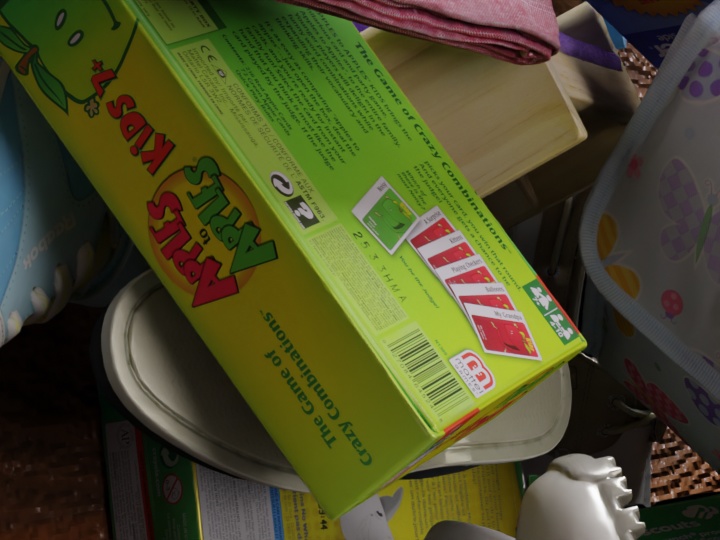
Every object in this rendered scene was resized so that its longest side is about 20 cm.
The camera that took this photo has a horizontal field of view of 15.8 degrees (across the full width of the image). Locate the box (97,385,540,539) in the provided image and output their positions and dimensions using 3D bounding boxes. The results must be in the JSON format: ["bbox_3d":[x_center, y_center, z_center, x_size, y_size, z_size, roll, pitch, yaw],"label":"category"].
[{"bbox_3d":[-0.003,0.082,0.920,0.199,0.048,0.118,0,82,-48],"label":"box"}]

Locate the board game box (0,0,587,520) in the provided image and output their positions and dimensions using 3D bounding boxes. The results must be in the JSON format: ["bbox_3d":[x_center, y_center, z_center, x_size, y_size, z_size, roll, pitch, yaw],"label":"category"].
[{"bbox_3d":[-0.028,-0.034,0.765,0.200,0.048,0.101,54,32,7],"label":"board game box"}]

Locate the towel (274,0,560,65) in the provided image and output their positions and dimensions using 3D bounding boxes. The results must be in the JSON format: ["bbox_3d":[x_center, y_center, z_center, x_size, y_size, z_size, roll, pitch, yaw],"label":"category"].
[{"bbox_3d":[0.007,-0.166,0.752,0.144,0.023,0.201,6,75,-55],"label":"towel"}]

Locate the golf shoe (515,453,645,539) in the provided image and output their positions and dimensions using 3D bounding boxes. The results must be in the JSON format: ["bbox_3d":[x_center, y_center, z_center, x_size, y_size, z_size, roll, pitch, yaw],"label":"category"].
[{"bbox_3d":[0.041,0.151,0.749,0.097,0.078,0.201,4,78,-9],"label":"golf shoe"}]

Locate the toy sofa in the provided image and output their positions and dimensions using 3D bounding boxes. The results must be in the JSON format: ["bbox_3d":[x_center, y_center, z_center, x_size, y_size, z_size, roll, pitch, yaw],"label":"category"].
[{"bbox_3d":[0.038,-0.068,0.904,0.098,0.082,0.200,64,14,5],"label":"toy sofa"}]

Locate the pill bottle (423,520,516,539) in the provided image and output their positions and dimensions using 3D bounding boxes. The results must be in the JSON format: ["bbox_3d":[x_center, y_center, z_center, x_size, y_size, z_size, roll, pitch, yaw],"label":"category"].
[{"bbox_3d":[0.017,0.189,0.831,0.113,0.113,0.201,43,70,-36],"label":"pill bottle"}]

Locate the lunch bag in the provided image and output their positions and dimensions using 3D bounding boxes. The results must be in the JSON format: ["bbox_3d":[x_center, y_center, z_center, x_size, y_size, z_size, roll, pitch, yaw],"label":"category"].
[{"bbox_3d":[0.164,0.011,0.879,0.127,0.170,0.200,-39,159,-18],"label":"lunch bag"}]

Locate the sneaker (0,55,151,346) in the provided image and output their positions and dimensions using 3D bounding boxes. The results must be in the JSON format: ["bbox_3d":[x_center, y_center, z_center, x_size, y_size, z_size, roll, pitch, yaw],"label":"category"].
[{"bbox_3d":[-0.103,0.004,0.792,0.130,0.079,0.201,32,60,-41],"label":"sneaker"}]

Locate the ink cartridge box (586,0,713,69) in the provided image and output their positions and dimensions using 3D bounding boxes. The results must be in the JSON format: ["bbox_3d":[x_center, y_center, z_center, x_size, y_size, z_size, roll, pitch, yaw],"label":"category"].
[{"bbox_3d":[0.124,-0.145,0.902,0.200,0.136,0.077,37,61,-34],"label":"ink cartridge box"}]

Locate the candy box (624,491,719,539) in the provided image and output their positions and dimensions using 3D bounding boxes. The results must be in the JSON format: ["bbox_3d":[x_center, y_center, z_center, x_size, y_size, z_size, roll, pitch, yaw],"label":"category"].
[{"bbox_3d":[0.134,0.196,0.903,0.077,0.200,0.170,-6,111,-20],"label":"candy box"}]

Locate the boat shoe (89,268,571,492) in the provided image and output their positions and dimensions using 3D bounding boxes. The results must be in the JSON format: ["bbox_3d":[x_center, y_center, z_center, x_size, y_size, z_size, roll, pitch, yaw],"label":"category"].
[{"bbox_3d":[-0.019,0.035,0.826,0.199,0.066,0.075,-1,82,-47],"label":"boat shoe"}]

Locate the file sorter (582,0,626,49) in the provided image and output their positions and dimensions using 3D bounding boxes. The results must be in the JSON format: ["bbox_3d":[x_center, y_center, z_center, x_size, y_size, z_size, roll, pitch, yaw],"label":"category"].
[{"bbox_3d":[0.135,-0.213,1.016,0.139,0.122,0.201,-83,162,-44],"label":"file sorter"}]

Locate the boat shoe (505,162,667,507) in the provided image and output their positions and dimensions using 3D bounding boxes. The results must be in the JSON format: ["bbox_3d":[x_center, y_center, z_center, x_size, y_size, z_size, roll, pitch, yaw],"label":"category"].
[{"bbox_3d":[0.088,0.045,1.018,0.075,0.068,0.201,-14,93,-50],"label":"boat shoe"}]
